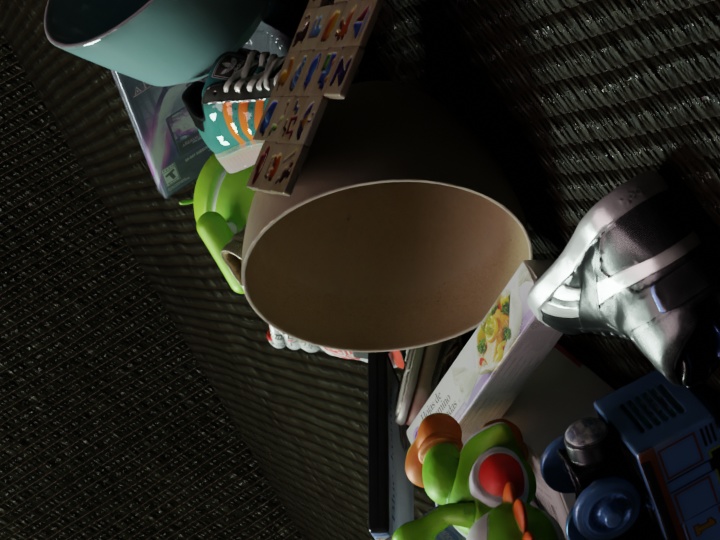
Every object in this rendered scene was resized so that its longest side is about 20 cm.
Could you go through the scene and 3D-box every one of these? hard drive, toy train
[{"bbox_3d":[-0.037,-0.152,1.506,0.200,0.042,0.135,38,156,54],"label":"hard drive"},{"bbox_3d":[0.196,0.164,1.201,0.200,0.114,0.087,66,176,-31],"label":"toy train"}]

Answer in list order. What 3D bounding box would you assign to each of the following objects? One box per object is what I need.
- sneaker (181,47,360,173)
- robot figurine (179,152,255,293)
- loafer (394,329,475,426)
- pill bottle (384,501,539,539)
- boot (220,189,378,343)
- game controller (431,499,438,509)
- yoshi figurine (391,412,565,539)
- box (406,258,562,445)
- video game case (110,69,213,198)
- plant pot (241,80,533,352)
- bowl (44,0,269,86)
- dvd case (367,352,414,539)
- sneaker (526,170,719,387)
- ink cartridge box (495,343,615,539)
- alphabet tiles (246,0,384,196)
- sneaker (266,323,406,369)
[{"bbox_3d":[-0.077,-0.134,1.402,0.080,0.071,0.200,47,149,-13],"label":"sneaker"},{"bbox_3d":[-0.061,-0.053,1.595,0.200,0.175,0.116,18,126,35],"label":"robot figurine"},{"bbox_3d":[0.068,0.072,1.460,0.200,0.063,0.072,-72,-1,-71],"label":"loafer"},{"bbox_3d":[0.050,0.244,1.366,0.109,0.200,0.109,53,166,19],"label":"pill bottle"},{"bbox_3d":[0.000,0.000,1.401,0.200,0.155,0.072,44,152,-18],"label":"boot"},{"bbox_3d":[0.088,0.208,1.578,0.104,0.042,0.200,-124,20,-61],"label":"game controller"},{"bbox_3d":[0.090,0.185,1.228,0.112,0.112,0.200,49,-171,-27],"label":"yoshi figurine"},{"bbox_3d":[0.094,0.069,1.305,0.200,0.041,0.039,-60,43,41],"label":"box"},{"bbox_3d":[-0.145,-0.169,1.650,0.019,0.143,0.200,46,163,35],"label":"video game case"},{"bbox_3d":[0.014,-0.053,1.285,0.200,0.200,0.135,77,-173,-55],"label":"plant pot"},{"bbox_3d":[-0.149,-0.228,1.487,0.105,0.201,0.201,43,178,-35],"label":"bowl"},{"bbox_3d":[0.026,0.157,1.481,0.200,0.017,0.143,66,-157,-71],"label":"dvd case"},{"bbox_3d":[0.164,0.029,1.095,0.112,0.073,0.200,56,166,14],"label":"sneaker"},{"bbox_3d":[0.160,0.162,1.403,0.146,0.083,0.200,41,158,52],"label":"ink cartridge box"},{"bbox_3d":[-0.023,-0.144,1.202,0.008,0.200,0.167,22,178,-18],"label":"alphabet tiles"},{"bbox_3d":[-0.014,0.041,1.537,0.108,0.067,0.201,11,179,13],"label":"sneaker"}]
